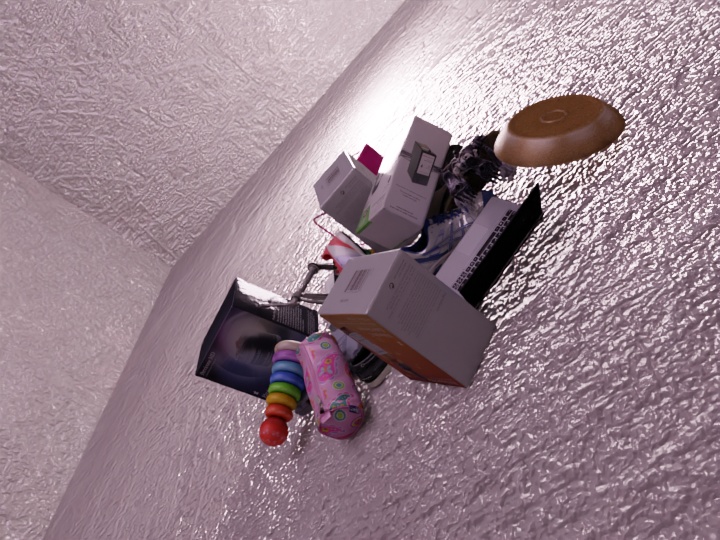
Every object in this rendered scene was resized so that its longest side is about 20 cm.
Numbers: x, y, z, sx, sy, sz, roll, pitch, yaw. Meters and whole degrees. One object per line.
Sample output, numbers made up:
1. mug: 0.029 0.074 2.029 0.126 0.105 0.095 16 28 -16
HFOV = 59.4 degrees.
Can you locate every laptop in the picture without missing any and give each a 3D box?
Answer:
1. laptop: 0.184 -0.048 0.976 0.187 0.116 0.200 -54 33 -1

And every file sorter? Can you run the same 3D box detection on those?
1. file sorter: -0.005 -0.173 1.527 0.125 0.139 0.200 -13 46 61

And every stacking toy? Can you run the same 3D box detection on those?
1. stacking toy: -0.148 0.239 1.209 0.085 0.085 0.200 -29 38 47

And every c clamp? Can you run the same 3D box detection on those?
1. c clamp: -0.095 0.026 1.334 0.171 0.027 0.200 4 28 18

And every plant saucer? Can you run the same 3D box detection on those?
1. plant saucer: 0.304 -0.227 0.984 0.200 0.035 0.200 -16 33 11

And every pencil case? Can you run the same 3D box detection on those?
1. pencil case: -0.056 0.197 1.102 0.087 0.087 0.200 -47 36 18

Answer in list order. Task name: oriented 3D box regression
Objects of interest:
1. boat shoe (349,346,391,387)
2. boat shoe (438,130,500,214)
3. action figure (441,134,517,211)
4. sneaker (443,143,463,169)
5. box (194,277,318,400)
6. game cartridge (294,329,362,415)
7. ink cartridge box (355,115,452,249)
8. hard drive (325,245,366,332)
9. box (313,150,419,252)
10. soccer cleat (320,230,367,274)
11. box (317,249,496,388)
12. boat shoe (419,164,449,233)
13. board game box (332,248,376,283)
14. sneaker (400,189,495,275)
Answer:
1. boat shoe: 0.048 0.103 1.102 0.199 0.066 0.075 -55 21 -2
2. boat shoe: 0.204 -0.177 1.191 0.200 0.073 0.065 -58 27 -8
3. action figure: 0.192 -0.162 1.069 0.119 0.102 0.200 -42 7 20
4. sneaker: 0.117 -0.207 1.331 0.200 0.084 0.121 -21 3 -24
5. box: -0.222 0.155 1.355 0.200 0.198 0.123 -59 18 24
6. game cartridge: -0.058 0.184 1.246 0.200 0.040 0.133 -43 28 26
7. ink cartridge box: 0.079 -0.158 1.156 0.145 0.084 0.200 -38 30 66
8. hard drive: -0.027 0.037 1.410 0.132 0.027 0.200 -46 22 18
9. box: 0.015 -0.134 1.320 0.106 0.200 0.152 -48 22 12
10. soccer cleat: 0.000 0.000 1.264 0.073 0.068 0.200 -47 57 1
11. box: 0.067 0.073 0.928 0.152 0.200 0.106 -9 47 61
12. boat shoe: 0.166 -0.148 1.251 0.200 0.067 0.057 -55 5 -15
13. board game box: -0.005 0.010 1.321 0.200 0.105 0.023 -99 9 -60
14. sneaker: 0.155 -0.073 1.119 0.200 0.088 0.075 -50 20 7
